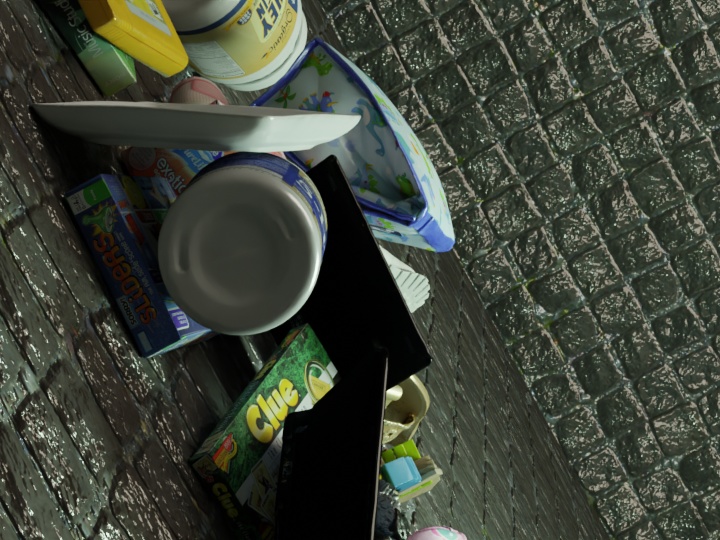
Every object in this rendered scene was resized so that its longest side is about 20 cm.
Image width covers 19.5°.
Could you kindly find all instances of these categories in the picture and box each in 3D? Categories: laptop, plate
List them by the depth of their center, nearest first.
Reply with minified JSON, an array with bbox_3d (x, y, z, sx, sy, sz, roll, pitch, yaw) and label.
[{"bbox_3d":[-0.123,-0.112,1.625,0.199,0.198,0.033,-10,104,-69],"label":"plate"},{"bbox_3d":[-0.025,0.031,1.752,0.116,0.199,0.188,-8,69,-56],"label":"laptop"}]

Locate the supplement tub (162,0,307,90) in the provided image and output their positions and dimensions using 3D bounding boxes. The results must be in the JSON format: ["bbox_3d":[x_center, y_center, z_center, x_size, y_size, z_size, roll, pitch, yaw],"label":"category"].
[{"bbox_3d":[-0.145,-0.282,2.188,0.145,0.144,0.200,66,10,25],"label":"supplement tub"}]

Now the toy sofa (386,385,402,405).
[{"bbox_3d":[-0.026,0.044,1.961,0.082,0.098,0.201,19,35,-36],"label":"toy sofa"}]

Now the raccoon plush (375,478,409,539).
[{"bbox_3d":[-0.004,0.208,1.705,0.134,0.096,0.201,64,4,-53],"label":"raccoon plush"}]

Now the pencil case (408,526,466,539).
[{"bbox_3d":[0.091,0.331,1.890,0.201,0.087,0.087,66,9,27],"label":"pencil case"}]

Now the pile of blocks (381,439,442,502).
[{"bbox_3d":[0.023,0.180,1.958,0.062,0.082,0.200,64,9,12],"label":"pile of blocks"}]

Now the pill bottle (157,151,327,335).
[{"bbox_3d":[-0.085,-0.028,1.588,0.120,0.119,0.200,61,6,-8],"label":"pill bottle"}]

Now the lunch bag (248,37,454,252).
[{"bbox_3d":[0.005,-0.100,2.000,0.200,0.128,0.170,43,3,15],"label":"lunch bag"}]

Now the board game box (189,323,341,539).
[{"bbox_3d":[-0.057,0.131,1.590,0.105,0.023,0.200,56,32,-13],"label":"board game box"}]

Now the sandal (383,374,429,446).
[{"bbox_3d":[0.019,0.152,2.093,0.077,0.070,0.212,28,-19,12],"label":"sandal"}]

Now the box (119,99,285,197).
[{"bbox_3d":[-0.119,-0.068,1.823,0.096,0.099,0.200,64,8,12],"label":"box"}]

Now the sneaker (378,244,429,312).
[{"bbox_3d":[0.000,0.000,1.851,0.081,0.076,0.200,45,-2,24],"label":"sneaker"}]

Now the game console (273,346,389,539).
[{"bbox_3d":[-0.001,0.189,1.486,0.176,0.116,0.201,54,32,-43],"label":"game console"}]

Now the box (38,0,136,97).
[{"bbox_3d":[-0.261,-0.263,1.808,0.200,0.036,0.145,55,11,-33],"label":"box"}]

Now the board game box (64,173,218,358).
[{"bbox_3d":[-0.157,-0.006,1.617,0.136,0.034,0.200,63,9,3],"label":"board game box"}]

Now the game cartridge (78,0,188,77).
[{"bbox_3d":[-0.223,-0.267,1.825,0.177,0.032,0.200,64,7,11],"label":"game cartridge"}]

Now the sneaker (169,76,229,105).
[{"bbox_3d":[-0.115,-0.092,2.003,0.201,0.075,0.105,53,6,-12],"label":"sneaker"}]
